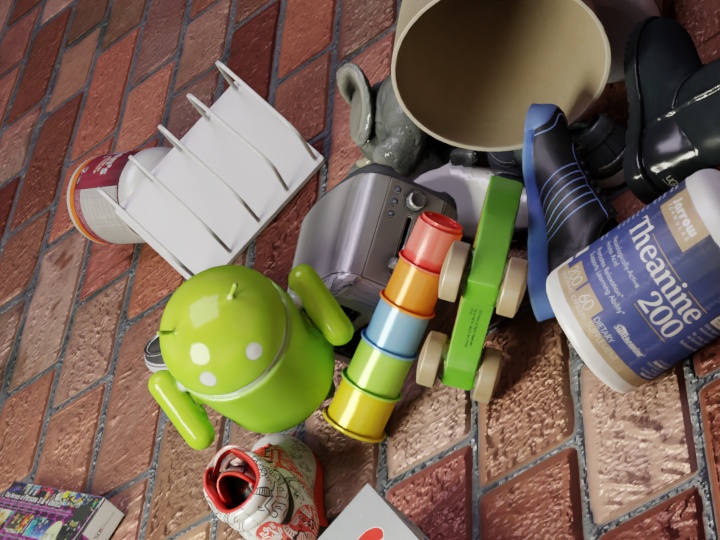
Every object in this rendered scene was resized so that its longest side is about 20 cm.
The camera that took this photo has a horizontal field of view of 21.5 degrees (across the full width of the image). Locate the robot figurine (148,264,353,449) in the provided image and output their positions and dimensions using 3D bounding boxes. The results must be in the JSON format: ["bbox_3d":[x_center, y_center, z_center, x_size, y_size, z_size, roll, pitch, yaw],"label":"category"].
[{"bbox_3d":[-0.095,0.067,1.611,0.175,0.200,0.116,-35,58,7],"label":"robot figurine"}]

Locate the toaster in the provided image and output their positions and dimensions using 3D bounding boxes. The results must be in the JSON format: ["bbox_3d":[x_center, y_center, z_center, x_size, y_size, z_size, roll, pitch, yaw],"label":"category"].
[{"bbox_3d":[0.000,0.000,1.716,0.200,0.113,0.130,-35,35,57],"label":"toaster"}]

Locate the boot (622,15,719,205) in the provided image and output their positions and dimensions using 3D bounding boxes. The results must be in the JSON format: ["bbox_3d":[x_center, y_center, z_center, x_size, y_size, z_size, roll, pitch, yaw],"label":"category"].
[{"bbox_3d":[0.303,-0.159,1.576,0.168,0.076,0.201,-26,40,39],"label":"boot"}]

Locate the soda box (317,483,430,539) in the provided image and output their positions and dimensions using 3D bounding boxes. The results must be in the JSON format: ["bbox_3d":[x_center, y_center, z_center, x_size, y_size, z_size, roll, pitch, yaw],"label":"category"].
[{"bbox_3d":[0.038,0.238,1.423,0.068,0.063,0.200,-48,27,-2],"label":"soda box"}]

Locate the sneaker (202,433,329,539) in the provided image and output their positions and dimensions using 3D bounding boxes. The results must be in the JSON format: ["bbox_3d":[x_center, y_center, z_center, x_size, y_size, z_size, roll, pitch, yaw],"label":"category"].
[{"bbox_3d":[-0.086,0.175,1.632,0.067,0.108,0.202,-40,28,10],"label":"sneaker"}]

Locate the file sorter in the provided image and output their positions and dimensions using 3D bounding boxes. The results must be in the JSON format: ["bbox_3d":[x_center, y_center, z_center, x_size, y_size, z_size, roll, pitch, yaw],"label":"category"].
[{"bbox_3d":[-0.162,-0.105,2.033,0.200,0.139,0.125,-47,-15,-4],"label":"file sorter"}]

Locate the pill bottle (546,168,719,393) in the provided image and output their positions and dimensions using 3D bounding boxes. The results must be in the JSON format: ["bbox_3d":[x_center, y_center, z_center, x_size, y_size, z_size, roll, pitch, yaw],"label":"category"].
[{"bbox_3d":[0.247,-0.005,1.411,0.200,0.111,0.111,-36,29,19],"label":"pill bottle"}]

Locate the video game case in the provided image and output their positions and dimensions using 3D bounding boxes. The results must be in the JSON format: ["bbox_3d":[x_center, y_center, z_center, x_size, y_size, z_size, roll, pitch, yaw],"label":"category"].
[{"bbox_3d":[-0.343,0.300,1.895,0.200,0.036,0.182,-2,50,53],"label":"video game case"}]

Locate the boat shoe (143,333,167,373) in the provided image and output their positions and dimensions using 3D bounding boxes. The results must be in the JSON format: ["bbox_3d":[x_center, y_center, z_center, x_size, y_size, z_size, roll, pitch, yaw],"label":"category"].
[{"bbox_3d":[-0.162,0.053,1.945,0.200,0.066,0.070,-18,38,41],"label":"boat shoe"}]

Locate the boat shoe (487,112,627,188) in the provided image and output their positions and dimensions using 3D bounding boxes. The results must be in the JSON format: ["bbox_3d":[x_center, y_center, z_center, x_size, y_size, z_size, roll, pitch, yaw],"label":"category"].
[{"bbox_3d":[0.174,-0.117,1.715,0.073,0.062,0.200,-54,29,-16],"label":"boat shoe"}]

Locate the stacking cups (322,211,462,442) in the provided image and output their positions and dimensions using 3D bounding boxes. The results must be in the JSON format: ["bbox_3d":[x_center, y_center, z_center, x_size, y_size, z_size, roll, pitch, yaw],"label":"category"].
[{"bbox_3d":[0.033,0.046,1.613,0.201,0.060,0.061,-66,24,13],"label":"stacking cups"}]

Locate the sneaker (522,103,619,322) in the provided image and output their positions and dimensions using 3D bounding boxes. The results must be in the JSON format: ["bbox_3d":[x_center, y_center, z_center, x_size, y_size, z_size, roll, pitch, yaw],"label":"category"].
[{"bbox_3d":[0.179,-0.051,1.577,0.078,0.070,0.201,-7,66,14],"label":"sneaker"}]

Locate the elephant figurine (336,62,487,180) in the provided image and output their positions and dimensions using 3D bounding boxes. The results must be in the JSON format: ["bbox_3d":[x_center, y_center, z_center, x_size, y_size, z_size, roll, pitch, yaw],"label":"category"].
[{"bbox_3d":[0.035,-0.151,1.864,0.155,0.141,0.200,-55,32,-1],"label":"elephant figurine"}]

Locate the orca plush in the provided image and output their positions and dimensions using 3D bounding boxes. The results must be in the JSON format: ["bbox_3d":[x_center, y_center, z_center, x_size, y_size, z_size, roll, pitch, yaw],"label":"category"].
[{"bbox_3d":[0.135,-0.074,1.707,0.071,0.106,0.200,-27,7,-41],"label":"orca plush"}]

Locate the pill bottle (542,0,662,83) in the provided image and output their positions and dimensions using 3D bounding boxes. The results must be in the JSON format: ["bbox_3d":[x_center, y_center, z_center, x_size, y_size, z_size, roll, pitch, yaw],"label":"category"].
[{"bbox_3d":[0.230,-0.278,1.801,0.112,0.112,0.200,-29,32,29],"label":"pill bottle"}]

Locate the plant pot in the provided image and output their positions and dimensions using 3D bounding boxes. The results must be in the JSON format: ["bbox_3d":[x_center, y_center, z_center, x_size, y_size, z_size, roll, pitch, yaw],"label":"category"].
[{"bbox_3d":[0.116,-0.242,1.667,0.187,0.187,0.200,-31,39,26],"label":"plant pot"}]

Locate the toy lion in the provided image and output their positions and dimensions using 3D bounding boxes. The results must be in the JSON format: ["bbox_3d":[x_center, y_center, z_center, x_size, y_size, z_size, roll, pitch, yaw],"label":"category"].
[{"bbox_3d":[0.103,-0.005,1.567,0.200,0.068,0.192,100,-175,-54],"label":"toy lion"}]

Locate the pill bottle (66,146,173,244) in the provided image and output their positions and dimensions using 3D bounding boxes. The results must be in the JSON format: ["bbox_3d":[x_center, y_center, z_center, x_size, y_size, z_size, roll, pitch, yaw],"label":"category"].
[{"bbox_3d":[-0.251,-0.087,2.211,0.200,0.110,0.110,-3,49,53],"label":"pill bottle"}]
